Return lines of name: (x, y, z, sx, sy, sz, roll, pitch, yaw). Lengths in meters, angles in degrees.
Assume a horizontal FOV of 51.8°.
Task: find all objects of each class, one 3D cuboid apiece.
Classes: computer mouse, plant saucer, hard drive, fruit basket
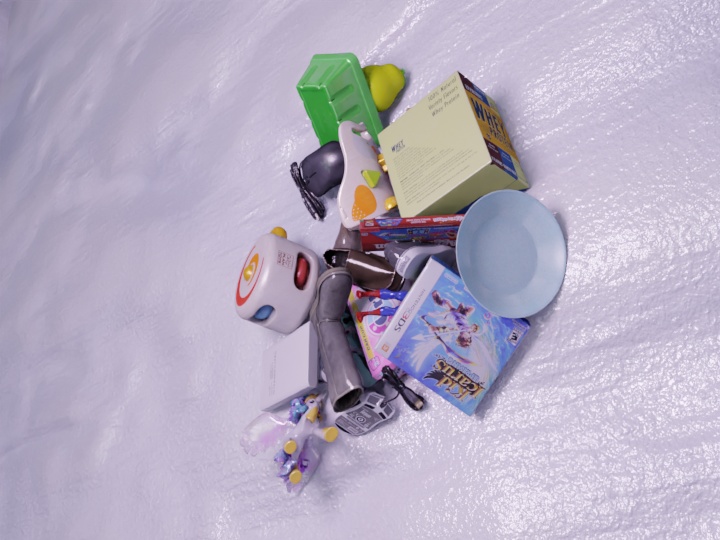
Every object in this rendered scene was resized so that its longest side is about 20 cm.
computer mouse: (0.023, 0.241, 1.351, 0.199, 0.109, 0.044, -34, 28, 38)
computer mouse: (-0.086, -0.195, 1.546, 0.199, 0.052, 0.141, -33, 85, 52)
plant saucer: (0.236, -0.025, 1.194, 0.039, 0.196, 0.206, 159, 123, -71)
hard drive: (-0.148, 0.200, 1.519, 0.199, 0.026, 0.135, -33, 49, 47)
fruit basket: (-0.009, -0.361, 1.534, 0.153, 0.214, 0.221, 12, 84, 43)

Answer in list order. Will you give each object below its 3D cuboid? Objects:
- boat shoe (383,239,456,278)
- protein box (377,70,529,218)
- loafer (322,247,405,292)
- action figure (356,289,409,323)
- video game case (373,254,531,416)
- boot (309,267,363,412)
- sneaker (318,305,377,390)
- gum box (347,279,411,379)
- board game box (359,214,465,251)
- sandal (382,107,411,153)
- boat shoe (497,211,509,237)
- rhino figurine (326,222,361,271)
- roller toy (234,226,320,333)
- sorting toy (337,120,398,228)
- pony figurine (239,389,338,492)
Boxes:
boat shoe: (0.101, -0.023, 1.281, 0.066, 0.198, 0.071, 38, 112, 24)
protein box: (0.162, -0.198, 1.332, 0.197, 0.134, 0.204, -34, 56, 30)
loafer: (0.000, 0.000, 1.366, 0.197, 0.071, 0.075, 10, 80, 44)
action figure: (0.097, 0.062, 1.274, 0.099, 0.195, 0.067, -137, 44, -72)
video game case: (0.150, 0.108, 1.223, 0.198, 0.045, 0.183, 33, 102, 2)
boot: (-0.037, 0.123, 1.319, 0.184, 0.071, 0.203, 107, 158, -49)
sneaker: (-0.047, 0.165, 1.443, 0.140, 0.077, 0.202, -46, 45, 26)
gum box: (0.054, 0.097, 1.379, 0.113, 0.066, 0.203, -38, 53, 25)
board game box: (0.098, -0.064, 1.300, 0.194, 0.103, 0.020, -3, 69, 2)
sandal: (0.100, -0.287, 1.459, 0.211, 0.077, 0.071, -44, 57, 29)
boat shoe: (0.221, -0.041, 1.267, 0.068, 0.074, 0.204, 20, 88, 42)
rhino figurine: (-0.030, -0.024, 1.503, 0.087, 0.059, 0.204, 31, 99, 45)
roller toy: (-0.178, 0.023, 1.534, 0.204, 0.137, 0.182, -65, 24, 8)
sorting toy: (0.015, -0.191, 1.392, 0.105, 0.200, 0.184, -21, 93, 22)
pony figurine: (-0.121, 0.321, 1.401, 0.194, 0.166, 0.200, -49, 10, 0)
